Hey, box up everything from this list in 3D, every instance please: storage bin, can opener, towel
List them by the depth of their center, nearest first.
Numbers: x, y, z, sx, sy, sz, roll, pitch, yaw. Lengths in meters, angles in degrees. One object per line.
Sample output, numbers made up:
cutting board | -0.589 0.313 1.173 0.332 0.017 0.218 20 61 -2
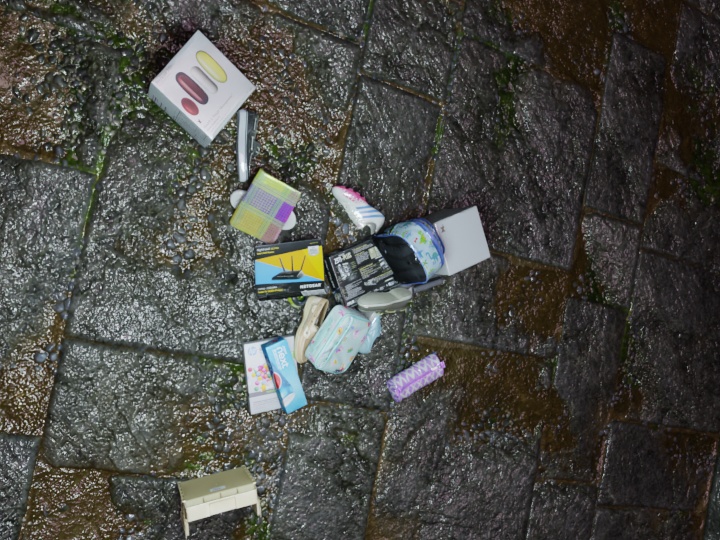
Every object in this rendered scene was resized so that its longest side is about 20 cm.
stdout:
storage bin | -0.385 0.623 1.572 0.195 0.198 0.096 -7 91 -22
towel | -0.269 -0.173 1.629 0.141 0.023 0.201 26 117 -19
can opener | 0.184 0.047 1.866 0.196 0.067 0.055 -17 99 -22

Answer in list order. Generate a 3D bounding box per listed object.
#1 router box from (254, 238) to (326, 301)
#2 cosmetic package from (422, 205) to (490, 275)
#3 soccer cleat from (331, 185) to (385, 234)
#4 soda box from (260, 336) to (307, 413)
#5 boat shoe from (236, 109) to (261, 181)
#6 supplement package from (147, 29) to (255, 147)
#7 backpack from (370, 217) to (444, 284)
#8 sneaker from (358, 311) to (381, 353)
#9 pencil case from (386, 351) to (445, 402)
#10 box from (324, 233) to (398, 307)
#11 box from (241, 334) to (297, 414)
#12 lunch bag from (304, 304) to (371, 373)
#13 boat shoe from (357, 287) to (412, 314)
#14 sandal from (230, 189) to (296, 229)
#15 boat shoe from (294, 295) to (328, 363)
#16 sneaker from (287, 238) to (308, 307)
router box | -0.198 -0.001 1.641 0.195 0.051 0.153 -7 72 2
cosmetic package | 0.271 -0.094 1.826 0.164 0.199 0.170 -22 100 -20
soccer cleat | -0.011 -0.182 1.769 0.198 0.069 0.088 30 76 -22
soda box | -0.219 0.298 1.660 0.067 0.064 0.205 -20 99 -22
boat shoe | -0.312 -0.352 1.631 0.069 0.072 0.206 2 89 -19
supplement package | -0.422 -0.476 1.539 0.199 0.146 0.193 41 77 -20
backpack | 0.156 -0.063 1.686 0.146 0.199 0.185 -37 105 -19
sneaker | 0.035 0.164 1.813 0.081 0.073 0.203 32 82 -39
pencil case | 0.181 0.346 1.867 0.197 0.085 0.085 -28 101 -19
box | 0.000 0.000 1.773 0.197 0.086 0.167 -24 101 -21
box | -0.260 0.302 1.698 0.152 0.041 0.206 -7 94 -24
lunch bag | -0.067 0.207 1.702 0.159 0.077 0.203 24 99 -53
boat shoe | 0.072 0.101 1.738 0.198 0.072 0.062 -9 123 -37
sandal | -0.274 -0.186 1.664 0.199 0.050 0.083 24 122 -17
boat shoe | -0.144 0.177 1.715 0.071 0.063 0.205 24 78 -67
sneaker | -0.171 0.009 1.702 0.072 0.081 0.206 -1 92 -23
